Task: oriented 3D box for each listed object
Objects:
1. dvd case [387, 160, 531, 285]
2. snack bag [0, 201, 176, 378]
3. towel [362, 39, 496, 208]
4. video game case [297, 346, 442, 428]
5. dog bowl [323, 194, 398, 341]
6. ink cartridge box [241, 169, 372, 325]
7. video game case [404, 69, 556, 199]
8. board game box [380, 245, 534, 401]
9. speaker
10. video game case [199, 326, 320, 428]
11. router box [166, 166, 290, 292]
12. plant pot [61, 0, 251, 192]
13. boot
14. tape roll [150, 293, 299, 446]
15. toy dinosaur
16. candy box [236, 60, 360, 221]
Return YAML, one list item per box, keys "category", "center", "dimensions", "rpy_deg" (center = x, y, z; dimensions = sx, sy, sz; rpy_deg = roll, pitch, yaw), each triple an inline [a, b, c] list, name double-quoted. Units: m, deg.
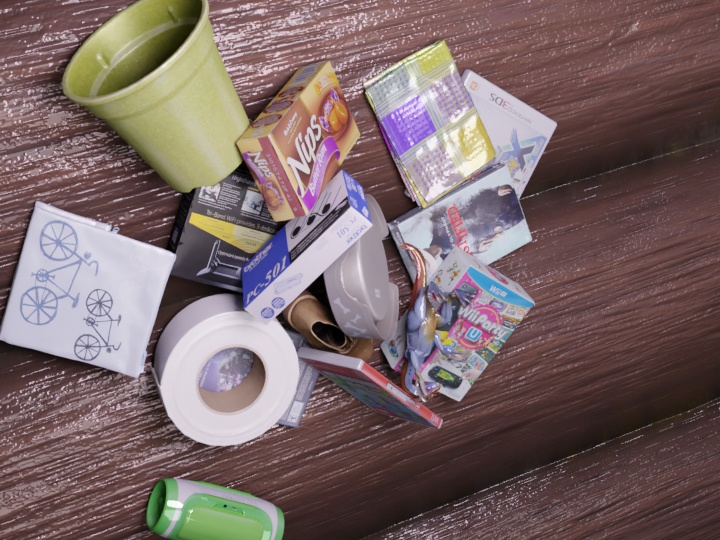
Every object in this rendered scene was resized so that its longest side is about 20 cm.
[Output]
- category: "dvd case"
  center: [0.152, -0.057, 1.470]
  dimensions: [0.197, 0.022, 0.148]
  rpy_deg: [-27, 124, -2]
- category: "snack bag"
  center: [-0.355, 0.028, 1.282]
  dimensions: [0.196, 0.021, 0.192]
  rpy_deg: [17, 101, -13]
- category: "towel"
  center: [0.102, -0.207, 1.394]
  dimensions: [0.142, 0.023, 0.203]
  rpy_deg: [-29, 111, -4]
- category: "video game case"
  center: [0.014, 0.173, 1.439]
  dimensions: [0.199, 0.141, 0.018]
  rpy_deg: [39, 69, -37]
- category: "dog bowl"
  center: [0.000, 0.000, 1.359]
  dimensions: [0.057, 0.201, 0.203]
  rpy_deg: [-8, 118, 17]
- category: "ink cartridge box"
  center: [-0.073, -0.030, 1.269]
  dimensions: [0.044, 0.095, 0.200]
  rpy_deg: [36, 112, -29]
- category: "video game case"
  center: [0.182, -0.168, 1.463]
  dimensions: [0.180, 0.022, 0.203]
  rpy_deg: [23, 99, -28]
- category: "board game box"
  center: [0.148, 0.084, 1.502]
  dimensions: [0.146, 0.065, 0.202]
  rpy_deg: [27, 107, -30]
- category: "speaker"
  center: [-0.215, 0.370, 1.458]
  dimensions: [0.197, 0.088, 0.090]
  rpy_deg: [22, 100, -28]
- category: "video game case"
  center: [-0.154, 0.146, 1.438]
  dimensions: [0.197, 0.019, 0.145]
  rpy_deg: [18, 101, -27]
- category: "router box"
  center: [-0.154, -0.053, 1.343]
  dimensions: [0.197, 0.052, 0.160]
  rpy_deg: [15, 102, -27]
- category: "plant pot"
  center: [-0.228, -0.205, 1.192]
  dimensions: [0.199, 0.200, 0.185]
  rpy_deg: [-37, 131, -6]
- category: "boot"
  center: [-0.032, 0.101, 1.412]
  dimensions: [0.074, 0.075, 0.199]
  rpy_deg: [-52, 140, 1]
- category: "tape roll"
  center: [-0.189, 0.140, 1.371]
  dimensions: [0.198, 0.071, 0.207]
  rpy_deg: [-8, 113, -20]
- category: "toy dinosaur"
  center: [0.097, 0.096, 1.430]
  dimensions: [0.103, 0.202, 0.183]
  rpy_deg: [1, 137, -34]
- category: "candy box"
  center: [-0.076, -0.170, 1.264]
  dimensions: [0.055, 0.201, 0.118]
  rpy_deg: [-8, 122, 29]
